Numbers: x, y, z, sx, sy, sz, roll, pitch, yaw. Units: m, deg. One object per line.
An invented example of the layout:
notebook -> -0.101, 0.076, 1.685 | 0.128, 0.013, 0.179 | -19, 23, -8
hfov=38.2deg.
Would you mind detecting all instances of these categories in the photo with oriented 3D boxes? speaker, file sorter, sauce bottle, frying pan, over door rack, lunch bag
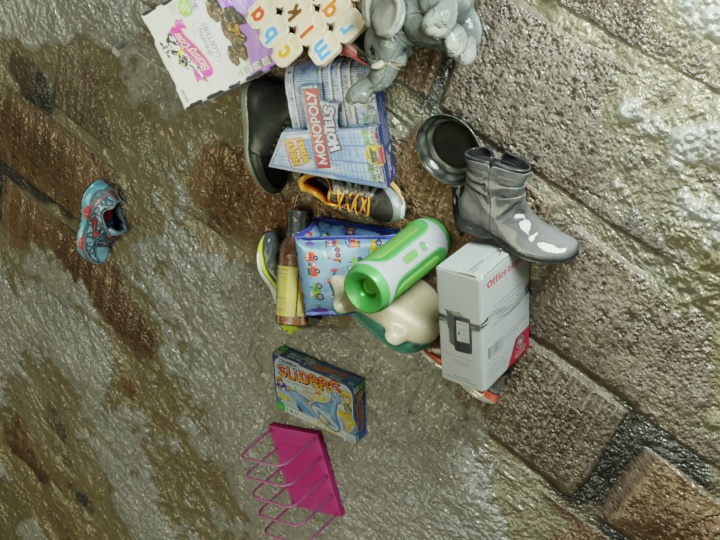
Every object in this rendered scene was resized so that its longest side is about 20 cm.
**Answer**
speaker -> 0.060, -0.010, 1.621 | 0.088, 0.200, 0.089 | 20, 127, 29
file sorter -> -0.145, 0.437, 2.117 | 0.138, 0.125, 0.202 | 3, 117, 39
sauce bottle -> -0.114, -0.004, 1.832 | 0.065, 0.066, 0.203 | 7, 93, 37
frying pan -> 0.154, -0.152, 1.578 | 0.114, 0.031, 0.191 | -19, 106, 45
over door rack -> -0.313, -0.401, 1.784 | 0.198, 0.067, 0.148 | 27, 131, -1
lunch bag -> 0.000, 0.000, 1.770 | 0.198, 0.094, 0.152 | 6, 117, 25

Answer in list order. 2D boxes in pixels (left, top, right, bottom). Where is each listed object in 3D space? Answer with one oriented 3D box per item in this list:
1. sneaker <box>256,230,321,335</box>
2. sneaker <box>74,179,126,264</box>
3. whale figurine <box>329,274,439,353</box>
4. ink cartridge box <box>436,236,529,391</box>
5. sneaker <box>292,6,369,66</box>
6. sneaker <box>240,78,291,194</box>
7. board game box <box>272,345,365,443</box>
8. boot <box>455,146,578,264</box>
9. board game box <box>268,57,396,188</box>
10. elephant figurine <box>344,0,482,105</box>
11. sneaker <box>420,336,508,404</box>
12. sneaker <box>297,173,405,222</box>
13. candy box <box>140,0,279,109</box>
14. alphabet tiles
sneaker -> -0.126, 0.017, 1.900 | 0.080, 0.074, 0.202 | -13, 109, 26
sneaker -> -0.537, -0.084, 2.166 | 0.095, 0.079, 0.201 | 30, 131, 20
whale figurine -> 0.036, 0.069, 1.677 | 0.198, 0.160, 0.104 | 11, 133, -22
ink cartridge box -> 0.191, 0.058, 1.592 | 0.083, 0.145, 0.202 | 16, 125, 35
sneaker -> -0.035, -0.362, 1.596 | 0.200, 0.073, 0.087 | 41, 145, 23
sneaker -> -0.138, -0.220, 1.751 | 0.105, 0.075, 0.202 | 9, 119, 36
board game box -> -0.081, 0.238, 2.008 | 0.198, 0.034, 0.137 | 18, 126, 31
boot -> 0.232, -0.095, 1.509 | 0.198, 0.070, 0.133 | 20, 127, 17
board game box -> -0.058, -0.229, 1.647 | 0.198, 0.062, 0.202 | -2, 115, 19
elephant figurine -> 0.060, -0.341, 1.463 | 0.198, 0.156, 0.142 | -3, 136, 32
sneaker -> 0.168, 0.134, 1.729 | 0.200, 0.077, 0.082 | 39, 103, 23
sneaker -> -0.016, -0.124, 1.706 | 0.199, 0.077, 0.079 | 24, 127, 26
candy box -> -0.227, -0.378, 1.676 | 0.198, 0.072, 0.169 | -22, 102, 17
alphabet tiles -> -0.075, -0.404, 1.550 | 0.195, 0.015, 0.201 | -40, 70, 15
